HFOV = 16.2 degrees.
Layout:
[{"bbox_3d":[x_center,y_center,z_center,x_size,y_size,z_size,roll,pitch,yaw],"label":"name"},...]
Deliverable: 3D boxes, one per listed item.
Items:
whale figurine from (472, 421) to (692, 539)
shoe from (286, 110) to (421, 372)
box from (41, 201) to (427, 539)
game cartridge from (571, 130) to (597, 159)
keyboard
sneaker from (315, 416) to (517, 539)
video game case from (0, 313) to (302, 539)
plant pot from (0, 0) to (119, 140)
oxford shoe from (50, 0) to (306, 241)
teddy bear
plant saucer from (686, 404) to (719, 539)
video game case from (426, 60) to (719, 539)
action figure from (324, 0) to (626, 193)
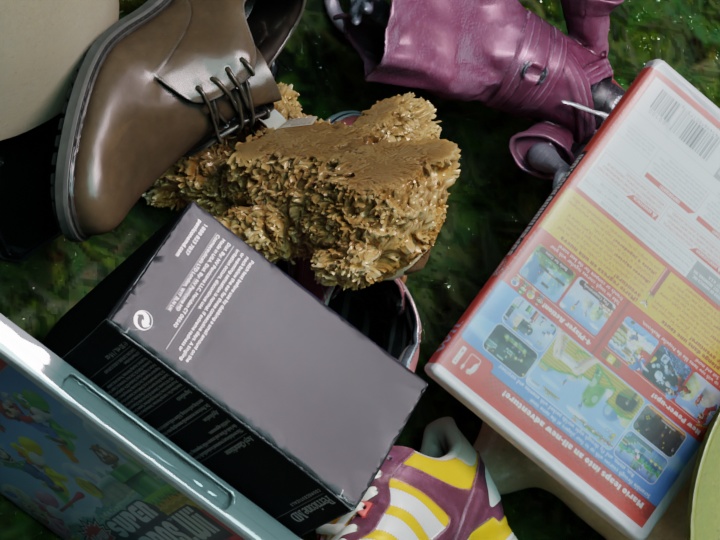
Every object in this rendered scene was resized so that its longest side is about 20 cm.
[{"bbox_3d":[0.156,0.107,1.368,0.198,0.104,0.160,12,81,4],"label":"whale figurine"},{"bbox_3d":[0.000,0.000,1.319,0.071,0.091,0.201,18,67,-19],"label":"shoe"},{"bbox_3d":[-0.078,0.065,1.200,0.141,0.200,0.079,40,62,-9],"label":"box"},{"bbox_3d":[0.201,-0.007,1.411,0.199,0.038,0.130,28,23,-15],"label":"game cartridge"},{"bbox_3d":[-0.138,-0.097,1.328,0.200,0.040,0.105,-37,114,-30],"label":"keyboard"},{"bbox_3d":[-0.001,0.138,1.266,0.200,0.075,0.091,-23,89,-53],"label":"sneaker"},{"bbox_3d":[-0.125,0.099,1.200,0.200,0.143,0.017,38,60,-9],"label":"video game case"},{"bbox_3d":[-0.196,-0.191,1.198,0.186,0.200,0.188,6,57,-9],"label":"plant pot"},{"bbox_3d":[-0.087,-0.090,1.256,0.084,0.073,0.201,14,53,23],"label":"oxford shoe"},{"bbox_3d":[-0.026,-0.040,1.278,0.145,0.199,0.067,-42,128,-42],"label":"teddy bear"},{"bbox_3d":[0.239,0.121,1.301,0.199,0.031,0.202,-3,95,-31],"label":"plant saucer"},{"bbox_3d":[0.146,0.015,1.296,0.143,0.017,0.200,39,80,-10],"label":"video game case"},{"bbox_3d":[0.078,-0.107,1.371,0.199,0.149,0.135,28,78,-19],"label":"action figure"}]
